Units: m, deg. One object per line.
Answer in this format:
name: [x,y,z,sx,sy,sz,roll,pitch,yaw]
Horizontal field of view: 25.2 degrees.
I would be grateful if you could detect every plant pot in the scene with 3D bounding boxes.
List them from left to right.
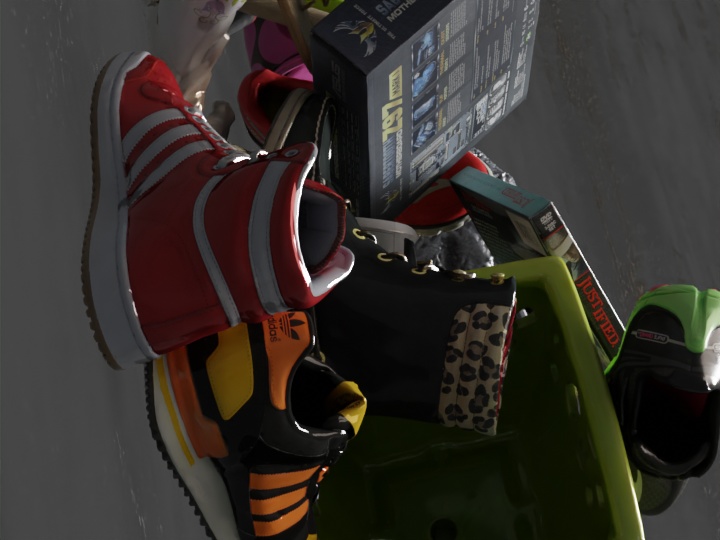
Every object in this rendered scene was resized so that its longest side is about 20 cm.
plant pot: [0.052,0.133,0.977,0.182,0.200,0.199,78,0,-61]

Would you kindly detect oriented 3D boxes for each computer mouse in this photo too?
computer mouse: [0.000,0.000,1.038,0.200,0.110,0.044,53,43,-82]

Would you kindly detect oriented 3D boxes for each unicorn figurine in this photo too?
unicorn figurine: [-0.086,-0.143,0.889,0.200,0.074,0.137,100,-10,-61]

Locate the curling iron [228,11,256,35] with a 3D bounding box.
curling iron: [-0.073,-0.185,1.142,0.200,0.050,0.026,-40,141,-64]

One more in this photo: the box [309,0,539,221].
box: [0.042,-0.126,1.001,0.051,0.158,0.200,40,-19,19]

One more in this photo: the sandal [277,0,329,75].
sandal: [-0.032,-0.227,0.950,0.078,0.070,0.212,32,39,-78]

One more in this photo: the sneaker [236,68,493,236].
sneaker: [-0.004,-0.085,1.127,0.077,0.200,0.085,-64,160,-11]

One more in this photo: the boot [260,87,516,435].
boot: [0.012,-0.003,0.893,0.073,0.154,0.204,77,20,-63]

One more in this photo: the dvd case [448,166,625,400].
dvd case: [0.136,0.028,1.055,0.200,0.022,0.146,56,-7,-19]

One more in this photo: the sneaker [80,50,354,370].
sneaker: [-0.063,-0.042,0.730,0.200,0.112,0.071,-98,170,-48]

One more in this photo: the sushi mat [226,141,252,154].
sushi mat: [-0.069,-0.038,1.090,0.200,0.012,0.096,3,72,-83]

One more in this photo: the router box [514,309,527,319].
router box: [0.063,0.056,1.206,0.200,0.157,0.052,4,71,-71]

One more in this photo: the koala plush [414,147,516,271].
koala plush: [0.043,-0.028,1.418,0.200,0.184,0.178,112,-35,-81]

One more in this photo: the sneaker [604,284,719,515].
sneaker: [0.170,0.090,0.939,0.200,0.077,0.084,87,14,-52]

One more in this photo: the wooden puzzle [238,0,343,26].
wooden puzzle: [-0.030,-0.210,1.151,0.200,0.185,0.037,-96,-156,-64]

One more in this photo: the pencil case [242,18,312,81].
pencil case: [-0.053,-0.221,1.290,0.091,0.094,0.200,31,41,-54]

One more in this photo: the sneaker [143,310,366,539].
sneaker: [-0.034,0.088,0.770,0.200,0.090,0.070,67,11,-51]
